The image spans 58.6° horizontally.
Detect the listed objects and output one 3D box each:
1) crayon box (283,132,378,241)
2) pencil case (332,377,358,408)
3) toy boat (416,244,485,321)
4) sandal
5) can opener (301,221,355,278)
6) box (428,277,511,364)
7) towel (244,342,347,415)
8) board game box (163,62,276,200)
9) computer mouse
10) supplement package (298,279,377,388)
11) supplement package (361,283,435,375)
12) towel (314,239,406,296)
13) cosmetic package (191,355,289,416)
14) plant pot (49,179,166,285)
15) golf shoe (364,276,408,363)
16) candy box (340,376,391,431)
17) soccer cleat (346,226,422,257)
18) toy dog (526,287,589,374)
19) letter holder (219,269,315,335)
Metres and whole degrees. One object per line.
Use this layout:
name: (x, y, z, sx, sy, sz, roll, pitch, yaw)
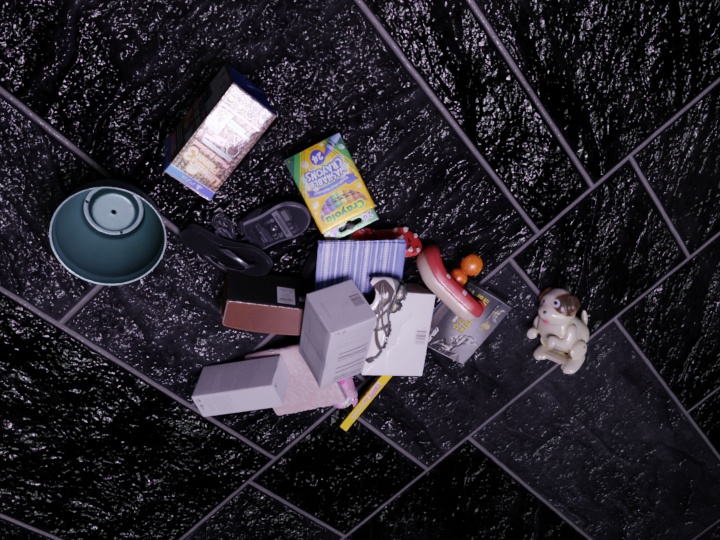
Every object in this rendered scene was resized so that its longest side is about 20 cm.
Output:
crayon box: (-0.056, -0.165, 1.321, 0.126, 0.052, 0.200, -27, 102, -1)
pencil case: (-0.060, 0.248, 1.577, 0.087, 0.087, 0.200, -18, 120, -7)
toy boat: (0.226, 0.012, 1.485, 0.200, 0.131, 0.131, 44, 99, -5)
sandal: (-0.284, -0.031, 1.344, 0.200, 0.043, 0.076, 21, 133, -11)
can opener: (-0.073, -0.066, 1.418, 0.063, 0.079, 0.200, -14, 136, -56)
box: (0.261, 0.128, 1.630, 0.158, 0.048, 0.200, 30, 107, -28)
towel: (-0.152, 0.257, 1.533, 0.200, 0.032, 0.191, -15, 118, 20)
board game box: (-0.263, -0.258, 1.179, 0.097, 0.160, 0.200, 35, 105, -30)
computer mouse: (-0.201, -0.102, 1.358, 0.200, 0.053, 0.139, -19, 126, 8)
supplement package: (-0.052, 0.136, 1.354, 0.109, 0.114, 0.200, -17, 144, -26)
supplement package: (0.072, 0.134, 1.510, 0.155, 0.111, 0.200, 5, 102, -20)
towel: (0.000, 0.000, 1.379, 0.200, 0.024, 0.145, -1, 112, -16)
cosmetic package: (-0.274, 0.266, 1.477, 0.200, 0.102, 0.071, -10, 124, 14)
plant pot: (-0.475, -0.091, 1.225, 0.200, 0.134, 0.201, -7, 121, -12)
golf shoe: (0.027, 0.101, 1.386, 0.094, 0.078, 0.200, 16, 103, -15)
candy box: (0.024, 0.315, 1.636, 0.026, 0.102, 0.200, 39, 105, 5)
soccer cleat: (0.051, -0.059, 1.453, 0.200, 0.069, 0.085, 1, 159, -36)
toy dog: (0.528, 0.139, 1.670, 0.194, 0.140, 0.200, -34, 124, -12)
letter holder: (-0.206, 0.093, 1.418, 0.200, 0.101, 0.142, 8, 129, -17)
